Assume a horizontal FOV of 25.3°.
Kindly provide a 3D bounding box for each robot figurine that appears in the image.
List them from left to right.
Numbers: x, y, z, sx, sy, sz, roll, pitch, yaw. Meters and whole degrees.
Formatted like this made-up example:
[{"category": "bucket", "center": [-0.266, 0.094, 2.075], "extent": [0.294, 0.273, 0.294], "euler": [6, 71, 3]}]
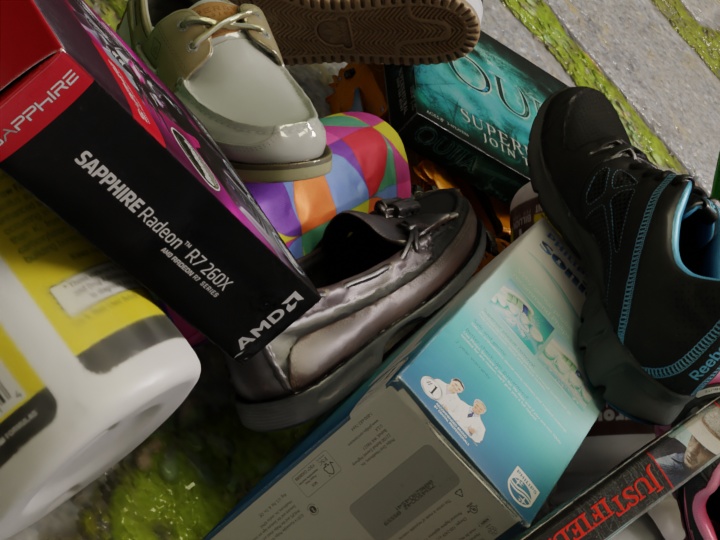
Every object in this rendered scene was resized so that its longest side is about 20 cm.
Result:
[{"category": "robot figurine", "center": [0.054, -0.039, 0.983], "extent": [0.144, 0.058, 0.202], "euler": [11, 46, -43]}]

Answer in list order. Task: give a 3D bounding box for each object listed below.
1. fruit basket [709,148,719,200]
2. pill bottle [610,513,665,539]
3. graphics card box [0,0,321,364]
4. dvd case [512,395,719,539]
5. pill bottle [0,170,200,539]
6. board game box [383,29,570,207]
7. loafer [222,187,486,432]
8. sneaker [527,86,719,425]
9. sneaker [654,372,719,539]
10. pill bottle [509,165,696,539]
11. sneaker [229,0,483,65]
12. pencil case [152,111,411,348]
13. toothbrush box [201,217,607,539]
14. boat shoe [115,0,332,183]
[{"category": "fruit basket", "center": [0.247, -0.036, 0.805], "extent": [0.212, 0.158, 0.216], "euler": [6, 23, -2]}, {"category": "pill bottle", "center": [0.137, 0.221, 0.753], "extent": [0.110, 0.111, 0.201], "euler": [-5, 58, -51]}, {"category": "graphics card box", "center": [-0.101, -0.055, 0.628], "extent": [0.126, 0.051, 0.200], "euler": [54, 3, 37]}, {"category": "dvd case", "center": [0.067, 0.120, 0.656], "extent": [0.199, 0.146, 0.022], "euler": [-35, 80, -14]}, {"category": "pill bottle", "center": [-0.164, -0.004, 0.635], "extent": [0.201, 0.114, 0.114], "euler": [52, 32, 7]}, {"category": "board game box", "center": [0.096, -0.090, 1.007], "extent": [0.199, 0.028, 0.136], "euler": [27, 37, -30]}, {"category": "loafer", "center": [0.000, 0.000, 0.767], "extent": [0.200, 0.071, 0.064], "euler": [-44, 118, -48]}, {"category": "sneaker", "center": [0.139, -0.023, 0.772], "extent": [0.073, 0.082, 0.202], "euler": [21, 40, -34]}, {"category": "sneaker", "center": [0.190, 0.147, 0.765], "extent": [0.096, 0.078, 0.202], "euler": [-89, 159, -67]}, {"category": "pill bottle", "center": [0.140, 0.050, 0.883], "extent": [0.108, 0.108, 0.203], "euler": [10, 72, -44]}, {"category": "sneaker", "center": [-0.021, -0.181, 0.952], "extent": [0.197, 0.071, 0.109], "euler": [6, 51, 9]}, {"category": "pencil case", "center": [-0.048, -0.025, 0.827], "extent": [0.089, 0.088, 0.199], "euler": [52, 32, 7]}, {"category": "toothbrush box", "center": [0.035, 0.078, 0.753], "extent": [0.085, 0.146, 0.200], "euler": [47, 31, 0]}, {"category": "boat shoe", "center": [-0.076, -0.100, 0.800], "extent": [0.074, 0.069, 0.200], "euler": [-9, 26, -30]}]
